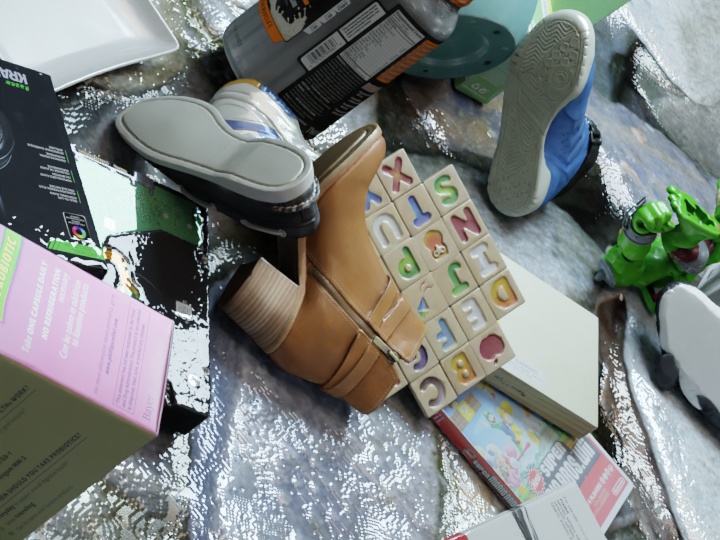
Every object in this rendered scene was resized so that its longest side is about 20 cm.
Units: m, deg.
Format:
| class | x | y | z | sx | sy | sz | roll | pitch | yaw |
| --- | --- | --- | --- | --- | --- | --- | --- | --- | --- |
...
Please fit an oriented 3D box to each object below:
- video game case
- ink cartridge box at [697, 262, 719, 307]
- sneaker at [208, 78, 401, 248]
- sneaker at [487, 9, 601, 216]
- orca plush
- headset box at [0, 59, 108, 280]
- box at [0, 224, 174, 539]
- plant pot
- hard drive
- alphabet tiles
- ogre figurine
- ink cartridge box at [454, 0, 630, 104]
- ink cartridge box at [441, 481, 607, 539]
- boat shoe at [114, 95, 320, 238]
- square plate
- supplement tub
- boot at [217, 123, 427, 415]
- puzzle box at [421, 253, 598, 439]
| class | x | y | z | sx | sy | sz | roll | pitch | yaw |
| --- | --- | --- | --- | --- | --- | --- | --- | --- | --- |
| video game case | 0.143 | 0.147 | 1.777 | 0.200 | 0.017 | 0.143 | 49 | 37 | -3 |
| ink cartridge box | 0.428 | -0.009 | 2.107 | 0.084 | 0.146 | 0.200 | 49 | 37 | -6 |
| sneaker | -0.057 | -0.062 | 1.708 | 0.200 | 0.075 | 0.088 | 41 | 53 | -9 |
| sneaker | 0.184 | -0.152 | 1.946 | 0.077 | 0.200 | 0.111 | 22 | 21 | 24 |
| orca plush | 0.344 | 0.091 | 2.000 | 0.200 | 0.105 | 0.071 | 42 | 6 | -8 |
| headset box | -0.282 | -0.052 | 1.405 | 0.174 | 0.093 | 0.200 | 14 | 43 | -39 |
| box | -0.249 | 0.063 | 1.292 | 0.200 | 0.176 | 0.097 | 30 | 42 | -26 |
| plant pot | 0.077 | -0.274 | 1.923 | 0.200 | 0.200 | 0.161 | 16 | 62 | -39 |
| hard drive | -0.176 | 0.012 | 1.532 | 0.140 | 0.038 | 0.200 | 24 | 45 | -33 |
| alphabet tiles | 0.045 | 0.010 | 1.708 | 0.166 | 0.006 | 0.200 | -33 | 99 | -26 |
| ogre figurine | 0.304 | -0.025 | 2.010 | 0.098 | 0.120 | 0.200 | 52 | 35 | 8 |
| ink cartridge box | 0.169 | -0.269 | 2.002 | 0.048 | 0.200 | 0.146 | 27 | 43 | -34 |
| ink cartridge box | 0.076 | 0.239 | 1.521 | 0.200 | 0.144 | 0.084 | -16 | 74 | -51 |
| boat shoe | -0.109 | -0.080 | 1.607 | 0.074 | 0.200 | 0.060 | -45 | 139 | -31 |
| square plate | -0.261 | -0.231 | 1.652 | 0.200 | 0.028 | 0.198 | 55 | 36 | 4 |
| supplement tub | -0.006 | -0.211 | 1.746 | 0.123 | 0.200 | 0.123 | 49 | 17 | -20 |
| boot | 0.000 | 0.000 | 1.640 | 0.155 | 0.077 | 0.200 | 38 | 70 | -17 |
| puzzle box | 0.126 | 0.047 | 1.808 | 0.200 | 0.025 | 0.133 | 33 | 41 | -24 |
